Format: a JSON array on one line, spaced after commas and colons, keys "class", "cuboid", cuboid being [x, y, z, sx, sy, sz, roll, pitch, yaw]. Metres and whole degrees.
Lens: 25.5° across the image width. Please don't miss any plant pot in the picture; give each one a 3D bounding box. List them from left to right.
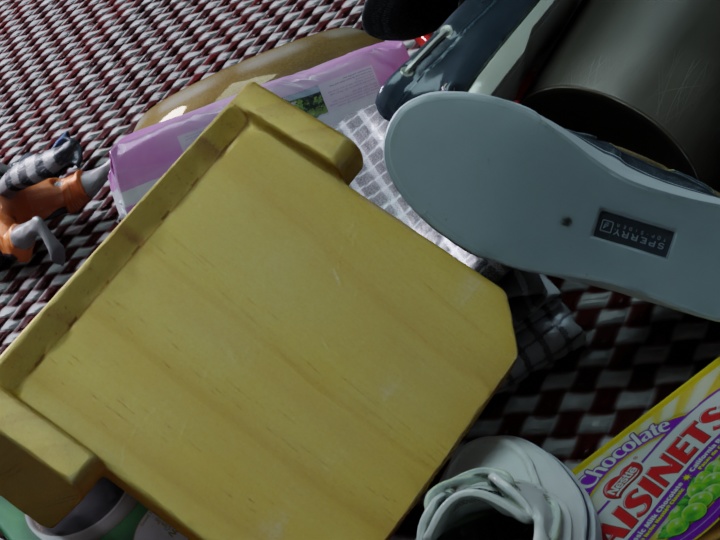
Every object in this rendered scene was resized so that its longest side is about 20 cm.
[{"class": "plant pot", "cuboid": [-0.074, -0.126, 1.110, 0.200, 0.028, 0.200, -23, 1, 1]}]

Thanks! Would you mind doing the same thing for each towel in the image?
[{"class": "towel", "cuboid": [0.000, 0.000, 0.847, 0.165, 0.086, 0.200, -29, 40, -2]}]

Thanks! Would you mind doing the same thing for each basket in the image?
[{"class": "basket", "cuboid": [0.180, -0.125, 0.871, 0.200, 0.136, 0.180, -54, 4, -28]}]

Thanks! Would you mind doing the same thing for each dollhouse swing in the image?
[{"class": "dollhouse swing", "cuboid": [-0.056, 0.051, 0.741, 0.200, 0.176, 0.182, -52, 3, -23]}]

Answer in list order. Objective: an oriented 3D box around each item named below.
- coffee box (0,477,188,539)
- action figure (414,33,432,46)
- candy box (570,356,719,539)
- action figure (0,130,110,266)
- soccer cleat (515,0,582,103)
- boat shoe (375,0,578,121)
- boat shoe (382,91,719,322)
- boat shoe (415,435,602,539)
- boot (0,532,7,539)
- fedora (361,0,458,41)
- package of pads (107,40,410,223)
[{"class": "coffee box", "cuboid": [-0.109, 0.112, 0.777, 0.123, 0.044, 0.200, -40, 53, -17]}, {"class": "action figure", "cuboid": [0.077, -0.096, 1.003, 0.065, 0.052, 0.200, -38, 35, -5]}, {"class": "candy box", "cuboid": [0.146, 0.091, 0.676, 0.200, 0.026, 0.102, -36, 26, -11]}, {"class": "action figure", "cuboid": [-0.263, -0.067, 1.203, 0.193, 0.105, 0.200, 2, 43, 28]}, {"class": "soccer cleat", "cuboid": [0.109, -0.149, 0.951, 0.069, 0.085, 0.200, 26, 31, 35]}, {"class": "boat shoe", "cuboid": [0.075, -0.135, 0.852, 0.062, 0.075, 0.200, 27, 58, 11]}, {"class": "boat shoe", "cuboid": [0.105, -0.028, 0.755, 0.091, 0.200, 0.071, -60, -8, -83]}, {"class": "boat shoe", "cuboid": [0.056, 0.108, 0.622, 0.073, 0.067, 0.200, -27, 22, 7]}, {"class": "boot", "cuboid": [-0.133, 0.075, 0.897, 0.200, 0.070, 0.146, -43, 29, -7]}, {"class": "fedora", "cuboid": [0.056, -0.220, 0.892, 0.200, 0.092, 0.201, -39, -11, -9]}, {"class": "package of pads", "cuboid": [-0.060, -0.074, 0.997, 0.200, 0.076, 0.120, -22, 2, -10]}]
